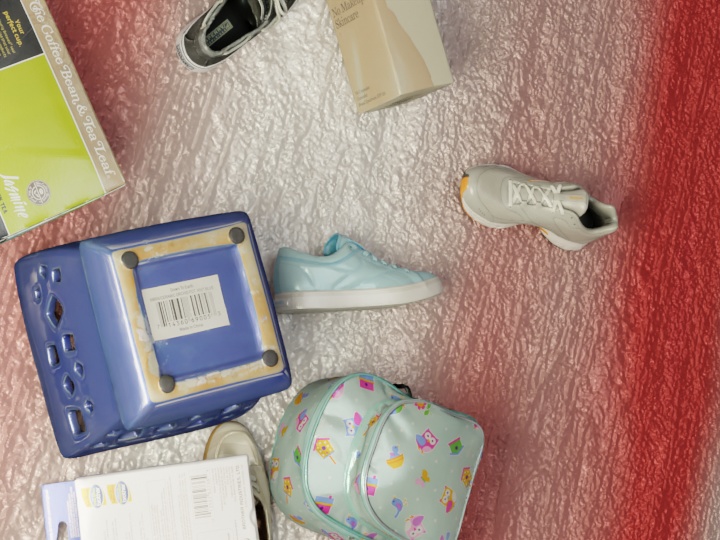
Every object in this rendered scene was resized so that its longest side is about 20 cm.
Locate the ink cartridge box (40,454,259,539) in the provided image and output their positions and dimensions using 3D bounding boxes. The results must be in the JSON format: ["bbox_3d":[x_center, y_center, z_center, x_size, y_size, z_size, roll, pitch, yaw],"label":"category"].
[{"bbox_3d":[-0.197,0.246,1.476,0.198,0.042,0.121,-6,84,-15],"label":"ink cartridge box"}]

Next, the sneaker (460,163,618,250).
[{"bbox_3d":[0.207,-0.081,1.774,0.199,0.092,0.076,14,74,-29],"label":"sneaker"}]

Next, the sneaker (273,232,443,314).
[{"bbox_3d":[0.000,0.000,1.643,0.198,0.074,0.083,-2,86,-33],"label":"sneaker"}]

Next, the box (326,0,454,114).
[{"bbox_3d":[0.022,-0.282,1.694,0.077,0.095,0.202,-16,89,-32],"label":"box"}]

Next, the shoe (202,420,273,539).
[{"bbox_3d":[-0.112,0.248,1.543,0.069,0.053,0.202,-3,84,-32],"label":"shoe"}]

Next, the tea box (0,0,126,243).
[{"bbox_3d":[-0.351,-0.122,1.410,0.196,0.133,0.202,-26,96,-31],"label":"tea box"}]

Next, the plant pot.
[{"bbox_3d":[-0.185,0.052,1.450,0.199,0.179,0.202,-12,85,-31],"label":"plant pot"}]

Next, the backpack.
[{"bbox_3d":[0.016,0.196,1.577,0.199,0.153,0.177,24,75,-20],"label":"backpack"}]

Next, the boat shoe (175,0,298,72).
[{"bbox_3d":[-0.110,-0.283,1.625,0.199,0.068,0.074,-42,104,-30],"label":"boat shoe"}]
